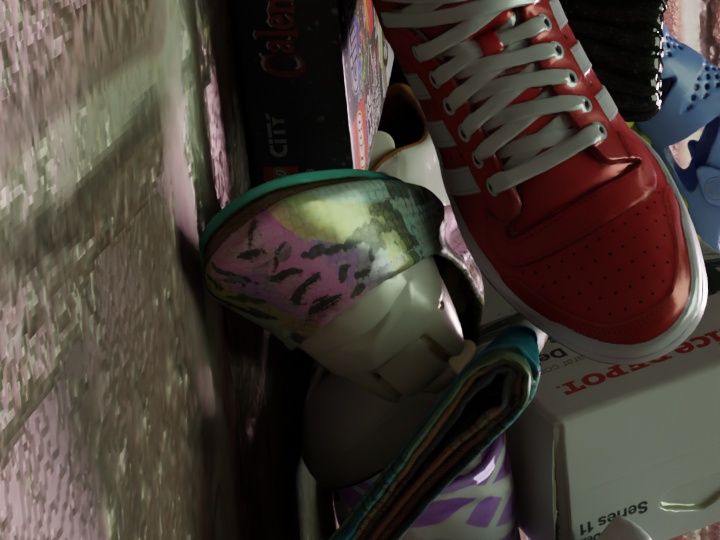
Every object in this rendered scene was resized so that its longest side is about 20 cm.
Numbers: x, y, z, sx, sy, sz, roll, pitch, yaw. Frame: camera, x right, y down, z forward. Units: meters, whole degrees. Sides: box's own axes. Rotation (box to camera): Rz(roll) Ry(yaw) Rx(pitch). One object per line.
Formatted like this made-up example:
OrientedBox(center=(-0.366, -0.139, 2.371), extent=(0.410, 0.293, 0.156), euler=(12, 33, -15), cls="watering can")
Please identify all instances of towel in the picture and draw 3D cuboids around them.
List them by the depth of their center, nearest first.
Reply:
OrientedBox(center=(0.017, 0.076, 0.663), extent=(0.147, 0.022, 0.200), euler=(-51, 175, 7), cls="towel")

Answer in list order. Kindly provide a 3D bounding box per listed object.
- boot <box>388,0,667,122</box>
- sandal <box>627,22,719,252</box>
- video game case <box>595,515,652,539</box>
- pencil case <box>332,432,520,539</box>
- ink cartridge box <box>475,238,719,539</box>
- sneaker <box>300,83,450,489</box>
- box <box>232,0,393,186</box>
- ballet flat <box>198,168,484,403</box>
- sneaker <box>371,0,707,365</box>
OrientedBox(center=(0.075, -0.164, 0.945), extent=(0.079, 0.157, 0.212), euler=(63, 28, -65), cls="boot")
OrientedBox(center=(0.174, -0.084, 1.030), extent=(0.080, 0.087, 0.201), euler=(-78, 144, -64), cls="sandal")
OrientedBox(center=(0.074, 0.210, 0.846), extent=(0.200, 0.022, 0.182), euler=(-51, 155, -5), cls="video game case")
OrientedBox(center=(0.032, 0.147, 0.873), extent=(0.085, 0.084, 0.201), euler=(42, -36, 49), cls="pencil case")
OrientedBox(center=(0.108, 0.040, 0.919), extent=(0.200, 0.146, 0.084), euler=(-136, -146, -54), cls="ink cartridge box")
OrientedBox(center=(0.000, 0.000, 0.790), extent=(0.085, 0.073, 0.201), euler=(46, 37, -22), cls="sneaker")
OrientedBox(center=(-0.020, -0.141, 0.694), extent=(0.137, 0.037, 0.201), euler=(-78, 165, -60), cls="box")
OrientedBox(center=(0.009, 0.009, 0.651), extent=(0.071, 0.069, 0.200), euler=(60, 13, 9), cls="ballet flat")
OrientedBox(center=(0.044, -0.070, 0.607), extent=(0.201, 0.071, 0.113), euler=(62, -1, 27), cls="sneaker")
